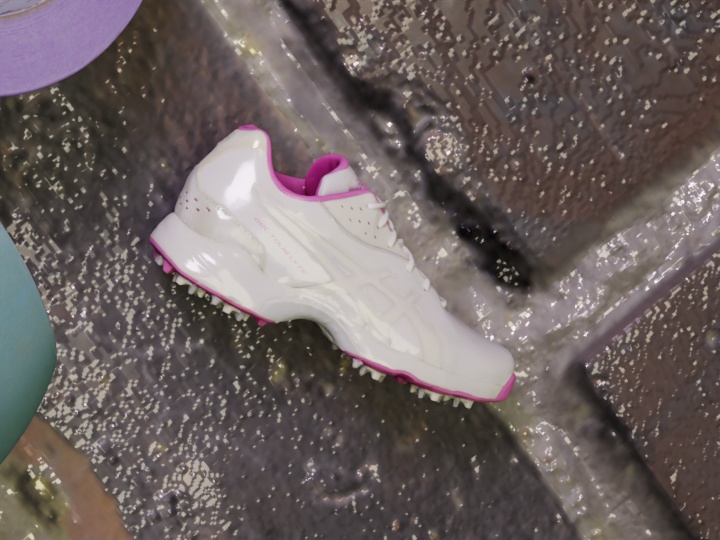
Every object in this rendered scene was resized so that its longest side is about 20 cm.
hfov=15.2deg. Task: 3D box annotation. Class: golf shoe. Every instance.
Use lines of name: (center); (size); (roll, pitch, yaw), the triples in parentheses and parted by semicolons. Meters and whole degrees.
golf shoe: (0.000, 0.000, 1.308); (0.199, 0.075, 0.092); (26, 92, -22)

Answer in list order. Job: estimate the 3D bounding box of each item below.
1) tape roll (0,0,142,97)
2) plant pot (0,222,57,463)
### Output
tape roll: (-0.181, -0.172, 1.169); (0.199, 0.066, 0.201); (2, 86, -39)
plant pot: (-0.232, 0.032, 1.185); (0.161, 0.200, 0.201); (-33, 111, -21)
